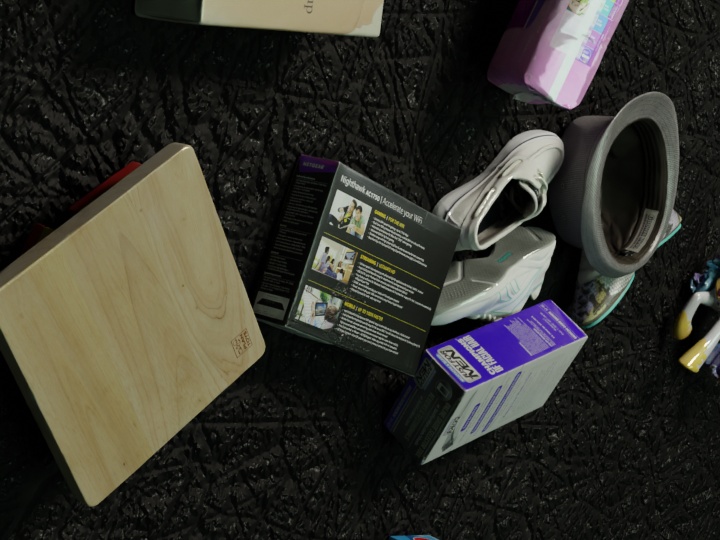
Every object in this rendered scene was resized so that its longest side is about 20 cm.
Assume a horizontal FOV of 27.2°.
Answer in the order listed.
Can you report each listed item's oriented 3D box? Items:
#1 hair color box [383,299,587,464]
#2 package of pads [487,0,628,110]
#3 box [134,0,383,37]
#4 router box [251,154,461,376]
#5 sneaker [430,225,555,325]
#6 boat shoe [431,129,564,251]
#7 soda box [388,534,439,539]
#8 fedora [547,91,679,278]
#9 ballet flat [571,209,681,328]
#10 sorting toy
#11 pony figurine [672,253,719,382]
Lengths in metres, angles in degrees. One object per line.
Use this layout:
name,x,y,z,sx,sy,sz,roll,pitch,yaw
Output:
hair color box,0.126,0.108,1.475,0.200,0.065,0.109,-20,146,-45
package of pads,0.200,-0.253,1.409,0.075,0.120,0.201,24,93,-18
box,-0.072,-0.233,1.152,0.200,0.078,0.095,-8,107,-48
router box,0.000,0.000,1.334,0.200,0.051,0.150,26,81,-50
sneaker,0.128,0.023,1.479,0.200,0.070,0.081,-25,127,-41
boat shoe,0.152,-0.078,1.474,0.200,0.066,0.072,-32,125,-39
soda box,0.048,0.373,1.505,0.068,0.064,0.201,11,94,-50
fedora,0.259,-0.096,1.574,0.177,0.090,0.201,-31,124,-39
ballet flat,0.283,-0.020,1.659,0.200,0.072,0.072,-45,132,-31
sorting toy,-0.187,0.034,1.116,0.199,0.069,0.201,-42,131,-32
pony figurine,0.481,0.044,1.842,0.193,0.166,0.200,24,100,-44
